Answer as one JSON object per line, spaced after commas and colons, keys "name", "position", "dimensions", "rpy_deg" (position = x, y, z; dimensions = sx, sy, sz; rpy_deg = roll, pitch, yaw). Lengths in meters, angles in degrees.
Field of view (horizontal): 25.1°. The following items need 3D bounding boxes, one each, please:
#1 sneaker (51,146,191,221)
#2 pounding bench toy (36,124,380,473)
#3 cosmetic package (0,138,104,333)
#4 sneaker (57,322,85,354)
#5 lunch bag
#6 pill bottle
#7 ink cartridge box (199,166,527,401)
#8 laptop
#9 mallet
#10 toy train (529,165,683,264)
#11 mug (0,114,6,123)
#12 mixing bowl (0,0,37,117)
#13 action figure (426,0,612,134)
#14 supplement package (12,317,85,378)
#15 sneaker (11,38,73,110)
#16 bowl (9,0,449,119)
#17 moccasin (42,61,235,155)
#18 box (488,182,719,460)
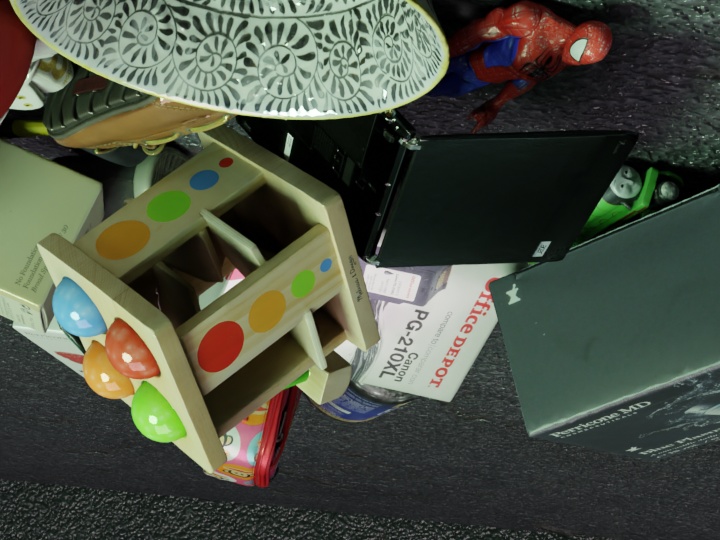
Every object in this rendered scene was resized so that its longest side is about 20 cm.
{"name": "sneaker", "position": [-0.153, -0.040, 1.246], "dimensions": [0.106, 0.075, 0.200], "rpy_deg": [6, 156, 27]}
{"name": "pounding bench toy", "position": [-0.088, 0.045, 0.999], "dimensions": [0.124, 0.156, 0.200], "rpy_deg": [32, 151, 39]}
{"name": "cosmetic package", "position": [-0.289, -0.047, 1.125], "dimensions": [0.200, 0.104, 0.073], "rpy_deg": [23, 161, -1]}
{"name": "sneaker", "position": [-0.204, 0.008, 1.242], "dimensions": [0.071, 0.200, 0.080], "rpy_deg": [-35, 158, 7]}
{"name": "lunch bag", "position": [-0.087, 0.077, 1.375], "dimensions": [0.082, 0.201, 0.176], "rpy_deg": [13, 165, 1]}
{"name": "pill bottle", "position": [0.016, 0.071, 1.459], "dimensions": [0.112, 0.112, 0.200], "rpy_deg": [12, 165, -14]}
{"name": "ink cartridge box", "position": [0.000, 0.000, 1.152], "dimensions": [0.199, 0.084, 0.145], "rpy_deg": [13, 129, -17]}
{"name": "laptop", "position": [0.032, -0.082, 0.915], "dimensions": [0.200, 0.103, 0.177], "rpy_deg": [48, 160, 12]}
{"name": "mallet", "position": [-0.227, -0.097, 1.140], "dimensions": [0.200, 0.041, 0.066], "rpy_deg": [0, 165, 43]}
{"name": "toy train", "position": [0.165, -0.035, 1.145], "dimensions": [0.056, 0.042, 0.200], "rpy_deg": [22, 162, -8]}
{"name": "mug", "position": [-0.322, -0.091, 0.972], "dimensions": [0.175, 0.148, 0.200], "rpy_deg": [33, 162, -12]}
{"name": "mixing bowl", "position": [-0.228, -0.130, 0.783], "dimensions": [0.200, 0.201, 0.108], "rpy_deg": [-8, -174, 46]}
{"name": "action figure", "position": [0.057, -0.113, 0.909], "dimensions": [0.200, 0.052, 0.065], "rpy_deg": [-10, 152, 43]}
{"name": "supplement package", "position": [-0.200, 0.025, 1.389], "dimensions": [0.121, 0.120, 0.200], "rpy_deg": [6, 164, 12]}
{"name": "sneaker", "position": [-0.190, -0.138, 0.910], "dimensions": [0.200, 0.074, 0.115], "rpy_deg": [8, 170, 39]}
{"name": "bowl", "position": [-0.053, -0.150, 0.739], "dimensions": [0.200, 0.094, 0.201], "rpy_deg": [8, 165, 2]}
{"name": "moccasin", "position": [-0.130, -0.106, 0.972], "dimensions": [0.078, 0.074, 0.201], "rpy_deg": [20, 162, -33]}
{"name": "box", "position": [0.228, 0.041, 1.102], "dimensions": [0.196, 0.118, 0.200], "rpy_deg": [-24, 156, 30]}
